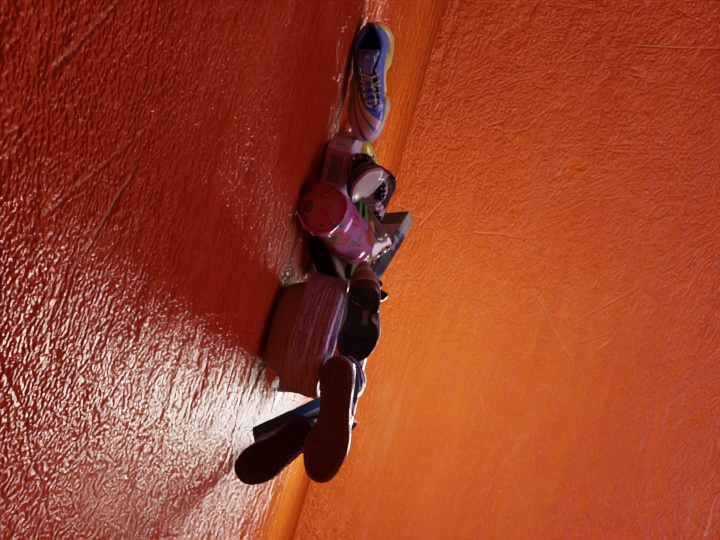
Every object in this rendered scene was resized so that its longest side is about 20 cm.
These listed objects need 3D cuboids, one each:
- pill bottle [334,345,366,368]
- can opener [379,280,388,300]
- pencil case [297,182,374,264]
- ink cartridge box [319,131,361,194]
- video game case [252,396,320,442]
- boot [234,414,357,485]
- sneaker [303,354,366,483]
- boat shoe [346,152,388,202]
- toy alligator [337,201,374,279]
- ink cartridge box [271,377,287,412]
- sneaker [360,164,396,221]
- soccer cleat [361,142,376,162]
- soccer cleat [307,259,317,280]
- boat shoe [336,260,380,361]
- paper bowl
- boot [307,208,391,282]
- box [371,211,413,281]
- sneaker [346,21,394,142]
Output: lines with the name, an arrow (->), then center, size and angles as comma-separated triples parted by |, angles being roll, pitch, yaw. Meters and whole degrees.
pill bottle -> -0.040, 0.150, 1.691 | 0.113, 0.111, 0.201 | -67, 172, -57
can opener -> -0.007, 0.023, 1.742 | 0.079, 0.199, 0.064 | -47, 127, -16
pencil case -> -0.037, -0.073, 1.391 | 0.200, 0.087, 0.088 | 41, 65, -70
ink cartridge box -> -0.038, -0.172, 1.546 | 0.200, 0.050, 0.162 | -73, 178, -64
video game case -> -0.120, 0.268, 1.512 | 0.018, 0.142, 0.200 | 64, -13, 15
boot -> -0.107, 0.301, 1.488 | 0.164, 0.066, 0.200 | -34, 167, 14
sneaker -> -0.038, 0.230, 1.375 | 0.108, 0.069, 0.202 | -12, 113, -81
boat shoe -> -0.001, -0.159, 1.425 | 0.073, 0.062, 0.200 | -45, 178, 11
toy alligator -> -0.002, -0.074, 1.524 | 0.054, 0.059, 0.202 | 45, 47, -62
ink cartridge box -> -0.119, 0.163, 1.728 | 0.198, 0.047, 0.202 | -63, 166, -74
sneaker -> 0.033, -0.170, 1.687 | 0.200, 0.066, 0.091 | 92, 22, -69
soccer cleat -> -0.010, -0.178, 1.742 | 0.201, 0.064, 0.084 | 102, 6, -49
soccer cleat -> -0.049, -0.062, 1.649 | 0.085, 0.068, 0.201 | 107, 5, -71
boat shoe -> 0.002, 0.068, 1.444 | 0.077, 0.071, 0.201 | -93, -168, -44
paper bowl -> -0.092, 0.101, 1.423 | 0.201, 0.103, 0.203 | 16, 90, -85
boot -> 0.000, 0.000, 1.587 | 0.154, 0.072, 0.202 | -33, 107, -39
box -> 0.006, -0.046, 1.739 | 0.201, 0.143, 0.037 | -58, 136, -40
sneaker -> 0.007, -0.320, 1.445 | 0.105, 0.075, 0.202 | 3, 92, -75
